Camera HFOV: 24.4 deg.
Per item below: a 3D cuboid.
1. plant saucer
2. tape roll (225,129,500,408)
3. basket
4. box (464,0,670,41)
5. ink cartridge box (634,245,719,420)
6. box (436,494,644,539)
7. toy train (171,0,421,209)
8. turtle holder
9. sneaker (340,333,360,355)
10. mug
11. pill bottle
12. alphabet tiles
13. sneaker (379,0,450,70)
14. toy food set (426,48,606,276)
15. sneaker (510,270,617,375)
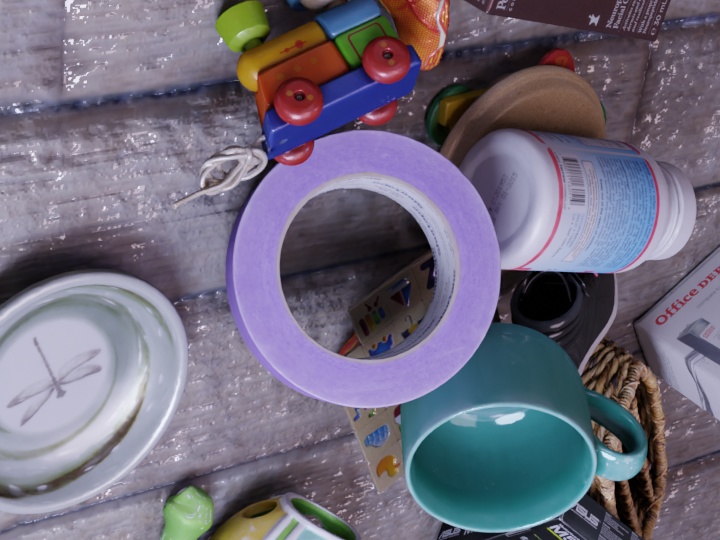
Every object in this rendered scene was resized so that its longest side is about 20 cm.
[{"bbox_3d":[-0.222,0.081,1.215,0.199,0.050,0.202,-22,130,-29],"label":"plant saucer"},{"bbox_3d":[0.000,0.000,1.241,0.198,0.085,0.202,0,88,-9],"label":"tape roll"},{"bbox_3d":[0.247,0.174,1.598,0.142,0.149,0.201,-34,133,-17],"label":"basket"},{"bbox_3d":[0.164,-0.247,1.304,0.198,0.075,0.101,1,117,-38],"label":"box"},{"bbox_3d":[0.386,0.075,1.610,0.145,0.200,0.085,-40,130,-11],"label":"ink cartridge box"},{"bbox_3d":[0.197,0.287,1.563,0.199,0.193,0.048,38,51,-18],"label":"box"},{"bbox_3d":[-0.068,-0.135,1.162,0.199,0.116,0.085,-27,165,-15],"label":"toy train"},{"bbox_3d":[-0.080,0.251,1.403,0.132,0.185,0.141,-58,168,8],"label":"turtle holder"},{"bbox_3d":[0.058,0.106,1.439,0.077,0.073,0.200,-49,137,2],"label":"sneaker"},{"bbox_3d":[0.119,0.124,1.341,0.184,0.115,0.152,32,123,-28],"label":"mug"},{"bbox_3d":[0.178,-0.053,1.348,0.199,0.109,0.110,3,116,-40],"label":"pill bottle"},{"bbox_3d":[0.057,0.087,1.384,0.166,0.006,0.201,-35,123,-24],"label":"alphabet tiles"},{"bbox_3d":[0.019,-0.232,1.210,0.076,0.073,0.201,-18,127,-2],"label":"sneaker"},{"bbox_3d":[0.131,-0.086,1.401,0.198,0.049,0.200,-14,125,-32],"label":"toy food set"},{"bbox_3d":[0.180,0.018,1.442,0.201,0.070,0.100,-60,154,-44],"label":"sneaker"}]
